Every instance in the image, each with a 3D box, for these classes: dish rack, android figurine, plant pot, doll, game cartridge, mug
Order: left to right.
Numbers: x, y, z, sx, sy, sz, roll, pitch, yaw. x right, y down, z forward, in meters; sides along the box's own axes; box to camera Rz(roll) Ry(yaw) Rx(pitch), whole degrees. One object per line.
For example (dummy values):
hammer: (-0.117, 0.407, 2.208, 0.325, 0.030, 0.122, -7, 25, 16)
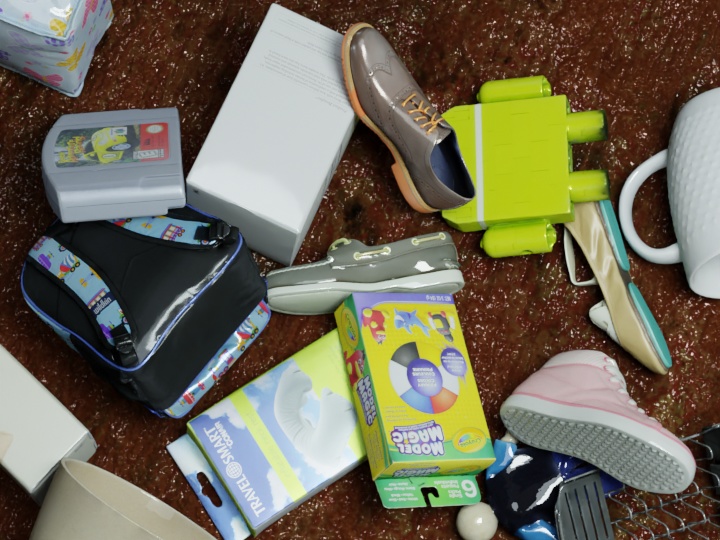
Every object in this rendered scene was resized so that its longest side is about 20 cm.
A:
plant pot: (-0.233, 0.299, 1.469, 0.186, 0.187, 0.201, 31, 87, 5)
game cartridge: (-0.233, -0.103, 1.578, 0.131, 0.200, 0.041, -8, 117, -4)
android figurine: (0.146, -0.103, 1.649, 0.198, 0.041, 0.184, -7, 73, 16)
doll: (0.182, 0.205, 1.584, 0.198, 0.049, 0.138, -23, 76, -11)
dish rack: (0.280, 0.236, 1.553, 0.198, 0.054, 0.155, -16, 93, -17)
mug: (0.348, -0.075, 1.640, 0.198, 0.147, 0.177, -19, 64, 20)

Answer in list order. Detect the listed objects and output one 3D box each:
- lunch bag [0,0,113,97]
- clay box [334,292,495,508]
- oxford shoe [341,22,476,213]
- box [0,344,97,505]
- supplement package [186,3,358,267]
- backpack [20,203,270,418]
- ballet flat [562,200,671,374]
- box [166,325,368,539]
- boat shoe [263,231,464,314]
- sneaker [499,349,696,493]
lunch bag: (-0.350, -0.266, 1.615, 0.198, 0.170, 0.128, 24, 76, -1)
clay box: (0.053, 0.119, 1.561, 0.114, 0.048, 0.202, 1, 60, -29)
oxford shoe: (0.050, -0.146, 1.574, 0.071, 0.073, 0.201, -45, 116, -30)
box: (-0.341, 0.116, 1.545, 0.200, 0.095, 0.078, 42, 76, 9)
supplement package: (-0.077, -0.129, 1.622, 0.120, 0.120, 0.202, 25, 73, 1)
backpack: (-0.208, 0.016, 1.563, 0.199, 0.135, 0.183, 28, 70, 33)
ballet flat: (0.244, 0.017, 1.646, 0.063, 0.069, 0.202, -24, 73, 18)
box: (-0.070, 0.156, 1.579, 0.199, 0.048, 0.123, -32, 78, -13)
boat shoe: (-0.001, 0.001, 1.618, 0.199, 0.072, 0.061, -6, 73, -13)
sneaker: (0.233, 0.128, 1.532, 0.199, 0.076, 0.105, 17, 47, 38)
